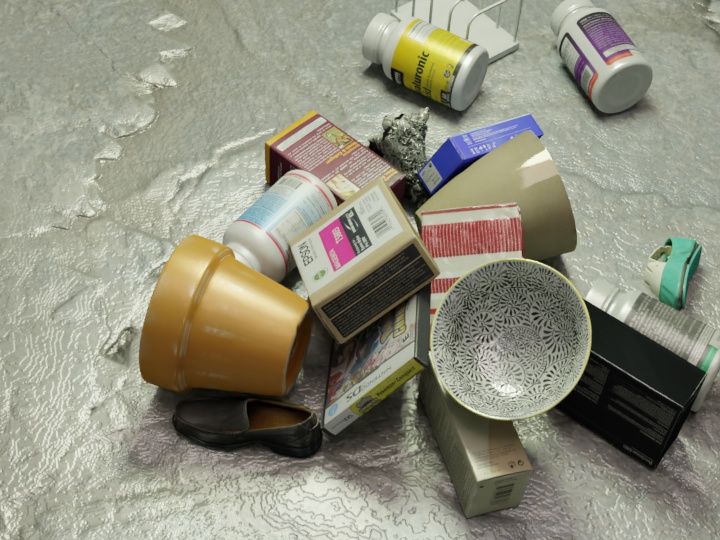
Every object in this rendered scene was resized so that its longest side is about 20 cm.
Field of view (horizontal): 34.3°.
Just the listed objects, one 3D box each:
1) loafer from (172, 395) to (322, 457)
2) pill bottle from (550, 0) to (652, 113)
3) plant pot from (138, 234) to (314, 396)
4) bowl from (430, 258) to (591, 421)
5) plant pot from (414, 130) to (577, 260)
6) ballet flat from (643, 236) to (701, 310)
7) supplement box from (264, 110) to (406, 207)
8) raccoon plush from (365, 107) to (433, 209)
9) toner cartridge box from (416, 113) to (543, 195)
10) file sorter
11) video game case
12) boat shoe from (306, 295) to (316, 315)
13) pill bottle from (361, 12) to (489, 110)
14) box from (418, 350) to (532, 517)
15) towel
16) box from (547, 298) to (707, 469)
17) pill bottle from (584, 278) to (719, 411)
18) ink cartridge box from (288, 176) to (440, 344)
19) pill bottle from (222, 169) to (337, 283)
[{"bbox_3d":[-0.146,0.187,1.505,0.197,0.073,0.074,5,51,1],"label":"loafer"},{"bbox_3d":[0.401,-0.372,1.980,0.110,0.112,0.201,-14,53,-15],"label":"pill bottle"},{"bbox_3d":[-0.163,0.077,1.515,0.181,0.202,0.202,17,51,8],"label":"plant pot"},{"bbox_3d":[0.192,0.096,1.458,0.197,0.094,0.204,-5,71,14],"label":"bowl"},{"bbox_3d":[0.185,-0.079,1.697,0.197,0.188,0.189,-22,53,-3],"label":"plant pot"},{"bbox_3d":[0.444,0.005,1.678,0.069,0.068,0.200,10,25,19],"label":"ballet flat"},{"bbox_3d":[-0.040,-0.140,1.774,0.199,0.086,0.110,37,57,25],"label":"supplement box"},{"bbox_3d":[0.092,-0.161,1.827,0.133,0.097,0.201,-31,87,-42],"label":"raccoon plush"},{"bbox_3d":[0.184,-0.178,1.775,0.199,0.095,0.044,-21,73,-42],"label":"toner cartridge box"},{"bbox_3d":[0.169,-0.462,2.031,0.138,0.125,0.200,-30,58,-25],"label":"file sorter"},{"bbox_3d":[0.022,0.095,1.518,0.025,0.180,0.201,35,34,-22],"label":"video game case"},{"bbox_3d":[0.000,0.000,1.670,0.072,0.062,0.201,3,47,51],"label":"boat shoe"},{"bbox_3d":[0.105,-0.355,1.946,0.198,0.112,0.112,28,54,19],"label":"pill bottle"},{"bbox_3d":[0.143,0.202,1.500,0.077,0.096,0.202,-9,53,-14],"label":"box"},{"bbox_3d":[0.153,0.010,1.588,0.142,0.023,0.203,-4,70,11],"label":"towel"},{"bbox_3d":[0.332,0.145,1.528,0.199,0.142,0.079,33,50,21],"label":"box"},{"bbox_3d":[0.393,0.097,1.590,0.198,0.114,0.113,28,54,18],"label":"pill bottle"},{"bbox_3d":[0.001,-0.018,1.551,0.164,0.075,0.201,-34,30,4],"label":"ink cartridge box"},{"bbox_3d":[-0.128,-0.047,1.676,0.108,0.110,0.200,31,55,20],"label":"pill bottle"}]
